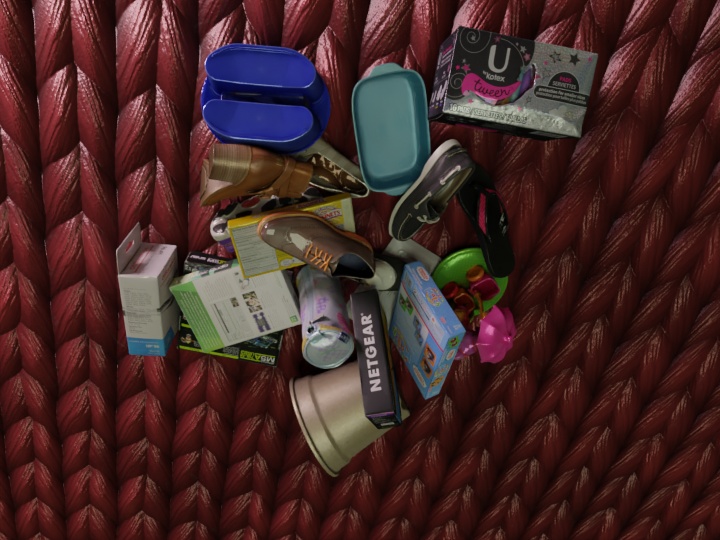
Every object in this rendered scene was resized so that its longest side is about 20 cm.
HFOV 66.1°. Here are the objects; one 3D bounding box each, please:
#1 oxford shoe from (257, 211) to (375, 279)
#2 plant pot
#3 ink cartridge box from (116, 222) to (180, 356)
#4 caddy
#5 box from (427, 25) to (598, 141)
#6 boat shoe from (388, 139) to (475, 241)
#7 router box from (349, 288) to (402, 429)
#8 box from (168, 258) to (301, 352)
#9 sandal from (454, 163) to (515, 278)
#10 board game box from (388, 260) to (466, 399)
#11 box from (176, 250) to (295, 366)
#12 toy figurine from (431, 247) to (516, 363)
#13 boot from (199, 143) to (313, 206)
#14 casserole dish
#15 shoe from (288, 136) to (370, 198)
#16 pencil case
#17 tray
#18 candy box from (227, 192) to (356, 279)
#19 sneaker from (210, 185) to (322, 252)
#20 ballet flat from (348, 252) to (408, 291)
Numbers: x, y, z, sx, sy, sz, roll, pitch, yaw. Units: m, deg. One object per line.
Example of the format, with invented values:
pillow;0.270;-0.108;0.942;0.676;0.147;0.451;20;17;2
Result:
oxford shoe;-0.062;-0.036;0.854;0.196;0.073;0.072;14;119;-22
plant pot;-0.011;0.256;1.064;0.181;0.201;0.203;-28;116;2
ink cartridge box;-0.363;0.033;0.966;0.066;0.117;0.204;4;120;-3
caddy;-0.143;-0.250;0.821;0.195;0.105;0.145;5;95;-2
box;0.209;-0.260;0.788;0.195;0.132;0.117;8;100;-5
boat shoe;0.114;-0.114;0.898;0.073;0.061;0.201;-6;141;-46
router box;0.027;0.154;0.934;0.050;0.204;0.150;-10;157;5
box;-0.214;0.054;0.976;0.196;0.037;0.147;-17;117;5
sandal;0.216;-0.086;0.910;0.074;0.045;0.203;-26;98;-22
board game box;0.107;0.106;0.957;0.036;0.153;0.202;-15;144;-21
box;-0.234;0.076;1.032;0.196;0.048;0.196;11;120;-7
toy figurine;0.185;0.086;0.951;0.198;0.185;0.151;-33;120;15
boot;-0.169;-0.136;0.869;0.152;0.199;0.075;5;83;-24
casserole dish;0.046;-0.219;0.864;0.119;0.039;0.203;-15;120;-9
shoe;-0.067;-0.174;0.890;0.197;0.054;0.071;25;116;-14
pencil case;-0.066;0.071;0.942;0.090;0.201;0.083;34;113;-27
tray;0.058;0.036;1.024;0.106;0.022;0.201;28;115;-16
candy box;-0.105;-0.055;0.891;0.196;0.027;0.104;-14;125;-7
sneaker;-0.153;-0.087;0.940;0.196;0.082;0.084;-17;143;8
ballet flat;0.000;0.000;0.961;0.196;0.069;0.069;17;116;1
